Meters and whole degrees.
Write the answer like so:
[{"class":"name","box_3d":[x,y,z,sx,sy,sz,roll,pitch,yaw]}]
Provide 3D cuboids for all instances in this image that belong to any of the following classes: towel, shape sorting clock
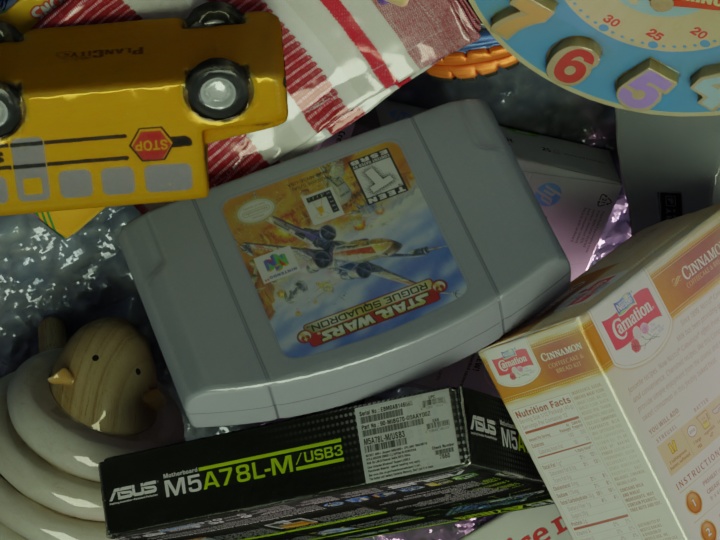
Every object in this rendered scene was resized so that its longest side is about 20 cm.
[{"class":"towel","box_3d":[-0.058,-0.112,1.365,0.200,0.023,0.144,-34,122,14]},{"class":"shape sorting clock","box_3d":[0.143,-0.139,1.322,0.199,0.039,0.200,7,139,6]}]

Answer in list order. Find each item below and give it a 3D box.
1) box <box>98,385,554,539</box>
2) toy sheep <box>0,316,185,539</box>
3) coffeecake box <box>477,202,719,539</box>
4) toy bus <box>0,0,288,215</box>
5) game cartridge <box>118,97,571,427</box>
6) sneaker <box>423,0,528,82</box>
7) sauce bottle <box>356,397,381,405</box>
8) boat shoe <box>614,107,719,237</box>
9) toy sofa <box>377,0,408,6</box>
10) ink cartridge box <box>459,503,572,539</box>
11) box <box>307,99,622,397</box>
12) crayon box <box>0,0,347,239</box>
[{"class":"box","box_3d":[-0.003,0.106,1.430,0.199,0.048,0.193,-13,169,22]},{"class":"toy sheep","box_3d":[-0.157,0.111,1.502,0.137,0.138,0.200,11,121,-15]},{"class":"coffeecake box","box_3d":[0.167,0.089,1.396,0.073,0.153,0.200,-21,99,44]},{"class":"toy bus","box_3d":[-0.134,-0.074,1.332,0.199,0.065,0.079,-5,125,-1]},{"class":"game cartridge","box_3d":[-0.006,-0.001,1.365,0.199,0.133,0.042,-21,139,-7]},{"class":"sneaker","box_3d":[0.109,-0.163,1.397,0.199,0.075,0.079,-23,120,5]},{"class":"sauce bottle","box_3d":[-0.049,0.150,1.586,0.065,0.065,0.200,35,110,-27]},{"class":"boat shoe","box_3d":[0.181,-0.052,1.483,0.071,0.070,0.201,3,104,28]},{"class":"toy sofa","box_3d":[0.020,-0.228,1.286,0.083,0.098,0.201,22,80,-4]},{"class":"ink cartridge box","box_3d":[0.160,0.212,1.541,0.146,0.200,0.146,-32,164,13]},{"class":"box","box_3d":[0.021,-0.012,1.501,0.199,0.041,0.156,12,121,-14]},{"class":"crayon box","box_3d":[-0.119,-0.122,1.397,0.200,0.058,0.119,-39,121,17]}]
